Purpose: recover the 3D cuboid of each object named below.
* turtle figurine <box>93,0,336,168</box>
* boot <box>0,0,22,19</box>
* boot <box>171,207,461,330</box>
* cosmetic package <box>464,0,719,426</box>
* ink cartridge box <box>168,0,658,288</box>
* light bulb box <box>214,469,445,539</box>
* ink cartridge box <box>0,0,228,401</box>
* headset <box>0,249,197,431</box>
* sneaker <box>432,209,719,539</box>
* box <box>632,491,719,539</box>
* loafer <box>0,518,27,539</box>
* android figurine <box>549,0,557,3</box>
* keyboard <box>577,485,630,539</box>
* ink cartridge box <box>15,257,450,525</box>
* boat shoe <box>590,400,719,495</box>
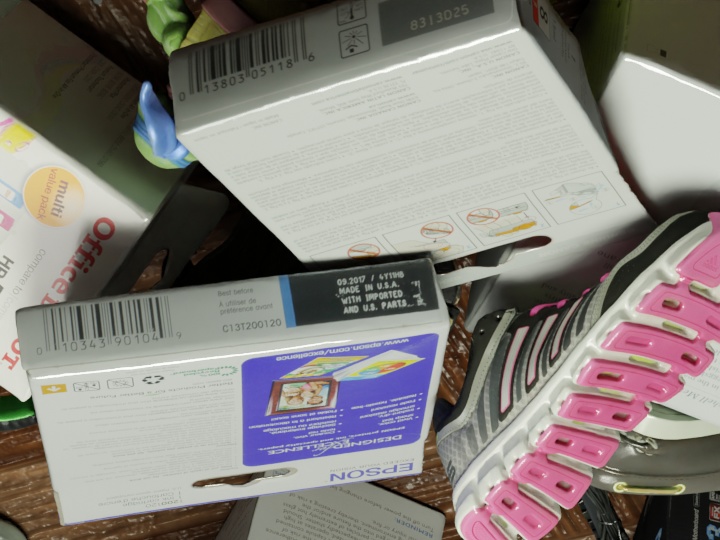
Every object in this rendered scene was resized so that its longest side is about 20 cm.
[{"bbox_3d":[-0.041,-0.144,1.164,0.194,0.200,0.144,-45,83,15],"label":"turtle figurine"},{"bbox_3d":[-0.092,-0.151,1.062,0.200,0.077,0.138,-46,73,7],"label":"boot"},{"bbox_3d":[0.000,0.000,1.245,0.200,0.073,0.150,-41,155,30],"label":"boot"},{"bbox_3d":[0.182,-0.038,1.179,0.198,0.123,0.200,21,133,-7],"label":"cosmetic package"},{"bbox_3d":[0.030,-0.057,1.070,0.161,0.050,0.200,-15,153,18],"label":"ink cartridge box"},{"bbox_3d":[-0.052,0.253,1.451,0.124,0.201,0.199,22,134,-8],"label":"light bulb box"},{"bbox_3d":[-0.179,-0.045,1.207,0.200,0.125,0.129,35,114,-3],"label":"ink cartridge box"},{"bbox_3d":[-0.176,0.027,1.340,0.199,0.094,0.124,-28,123,13],"label":"headset"},{"bbox_3d":[0.100,0.037,1.136,0.074,0.088,0.200,18,120,-41],"label":"sneaker"},{"bbox_3d":[0.171,0.220,1.372,0.049,0.199,0.201,12,135,-1],"label":"box"},{"bbox_3d":[-0.231,0.248,1.576,0.075,0.070,0.201,-7,131,18],"label":"loafer"},{"bbox_3d":[0.060,-0.156,1.077,0.041,0.182,0.201,44,143,24],"label":"android figurine"},{"bbox_3d":[0.112,0.093,1.319,0.021,0.127,0.201,-26,125,2],"label":"keyboard"},{"bbox_3d":[-0.062,0.062,1.179,0.197,0.044,0.200,-7,155,-6],"label":"ink cartridge box"},{"bbox_3d":[0.197,0.085,1.282,0.200,0.072,0.061,4,124,-36],"label":"boat shoe"}]
